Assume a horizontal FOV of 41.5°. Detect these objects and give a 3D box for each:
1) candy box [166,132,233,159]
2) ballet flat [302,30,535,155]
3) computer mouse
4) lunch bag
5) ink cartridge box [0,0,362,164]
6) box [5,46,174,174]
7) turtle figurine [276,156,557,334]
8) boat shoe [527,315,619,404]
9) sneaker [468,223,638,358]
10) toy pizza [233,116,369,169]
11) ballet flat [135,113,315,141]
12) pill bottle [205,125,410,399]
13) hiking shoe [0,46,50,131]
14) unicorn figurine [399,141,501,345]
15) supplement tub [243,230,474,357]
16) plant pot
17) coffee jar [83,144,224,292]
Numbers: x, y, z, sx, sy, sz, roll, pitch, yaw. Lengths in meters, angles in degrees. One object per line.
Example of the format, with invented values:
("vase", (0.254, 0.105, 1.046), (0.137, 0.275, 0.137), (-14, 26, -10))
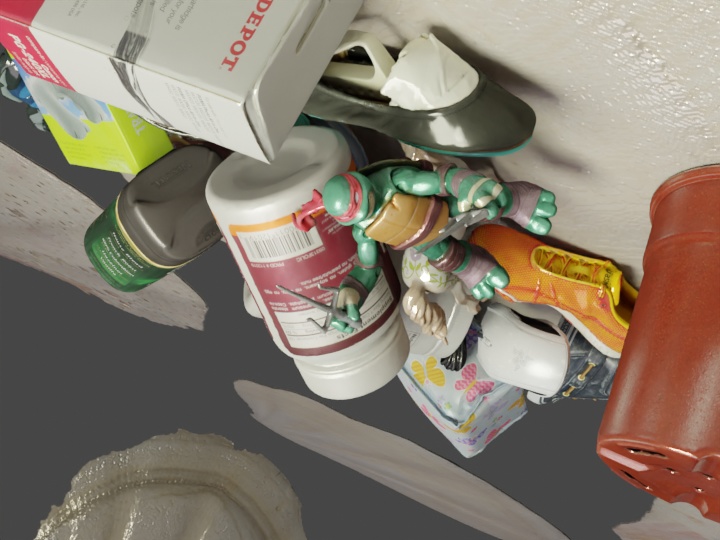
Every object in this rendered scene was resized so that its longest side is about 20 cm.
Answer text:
("candy box", (-0.164, -0.093, 1.002), (0.117, 0.057, 0.200), (34, 170, 18))
("ballet flat", (0.023, -0.128, 0.660), (0.199, 0.068, 0.069), (15, 145, 31))
("computer mouse", (0.132, 0.065, 0.929), (0.044, 0.110, 0.200), (9, -173, -25))
("lunch bag", (0.097, 0.098, 1.114), (0.200, 0.127, 0.170), (47, 173, 26))
("ink cartridge box", (-0.116, -0.173, 0.614), (0.199, 0.146, 0.083), (22, 162, 15))
("box", (-0.255, -0.183, 0.841), (0.122, 0.048, 0.200), (12, 136, 40))
("turtle figurine", (0.039, -0.030, 0.641), (0.200, 0.101, 0.150), (4, 148, -44))
("boat shoe", (0.243, 0.118, 1.046), (0.091, 0.071, 0.200), (27, 161, 14))
("sneaker", (0.188, 0.006, 0.848), (0.200, 0.073, 0.077), (26, 143, -12))
("toy pizza", (-0.078, -0.136, 0.861), (0.200, 0.032, 0.200), (24, 161, 9))
("ballet flat", (-0.130, -0.133, 0.790), (0.200, 0.068, 0.068), (27, 172, 1))
("pill bottle", (-0.033, -0.002, 0.750), (0.114, 0.114, 0.200), (12, 136, 40))
("hiking shoe", (-0.318, -0.193, 1.003), (0.086, 0.075, 0.200), (19, 172, 1))
("unicorn figurine", (0.063, -0.049, 0.767), (0.074, 0.201, 0.137), (-14, 160, 32))
("supplement tub", (0.000, 0.000, 0.895), (0.199, 0.132, 0.132), (13, 166, -14))
("plant pot", (0.265, 0.064, 0.655), (0.200, 0.196, 0.201), (25, 162, 8))
("coffee jar", (-0.177, -0.043, 0.849), (0.085, 0.104, 0.200), (54, 154, -8))
